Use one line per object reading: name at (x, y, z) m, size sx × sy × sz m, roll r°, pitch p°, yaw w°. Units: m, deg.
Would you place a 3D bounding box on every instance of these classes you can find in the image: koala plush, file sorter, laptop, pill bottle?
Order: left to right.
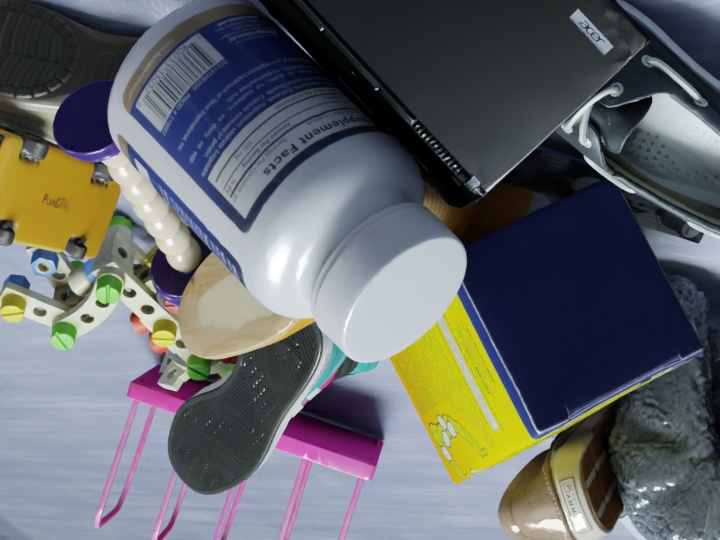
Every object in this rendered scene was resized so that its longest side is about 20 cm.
file sorter at (-0.097, 0.171, 1.611) m, size 0.198 × 0.126 × 0.139 m, roll 19°, pitch -177°, yaw 2°
pill bottle at (-0.037, -0.047, 1.067) m, size 0.200 × 0.111 × 0.111 m, roll 46°, pitch 169°, yaw 30°
laptop at (0.033, -0.132, 1.020) m, size 0.177 × 0.103 × 0.200 m, roll 47°, pitch 177°, yaw -1°
koala plush at (0.259, 0.119, 1.276) m, size 0.176 × 0.185 × 0.200 m, roll 4°, pitch 163°, yaw 31°

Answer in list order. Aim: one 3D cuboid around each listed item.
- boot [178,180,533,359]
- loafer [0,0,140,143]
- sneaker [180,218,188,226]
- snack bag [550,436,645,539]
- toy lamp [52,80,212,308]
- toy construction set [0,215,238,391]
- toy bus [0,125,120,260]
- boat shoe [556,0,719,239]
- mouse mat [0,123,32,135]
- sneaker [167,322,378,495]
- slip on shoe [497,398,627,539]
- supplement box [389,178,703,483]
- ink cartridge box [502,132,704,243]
boot at (0.000, -0.001, 1.218) m, size 0.201 × 0.071 × 0.143 m, roll -33°, pitch 158°, yaw 32°
loafer at (-0.171, -0.107, 1.221) m, size 0.198 × 0.076 × 0.068 m, roll 14°, pitch 149°, yaw 10°
sneaker at (-0.054, -0.013, 1.320) m, size 0.117 × 0.074 × 0.201 m, roll 20°, pitch 153°, yaw 14°
snack bag at (0.265, 0.175, 1.536) m, size 0.199 × 0.022 × 0.189 m, roll -1°, pitch 147°, yaw 37°
toy lamp at (-0.119, -0.034, 1.211) m, size 0.058 × 0.059 × 0.200 m, roll 9°, pitch 151°, yaw 22°
toy construction set at (-0.156, 0.036, 1.478) m, size 0.130 × 0.093 × 0.200 m, roll -25°, pitch 143°, yaw 24°
toy bus at (-0.211, -0.053, 1.267) m, size 0.078 × 0.066 × 0.200 m, roll 22°, pitch -178°, yaw 16°
boat shoe at (0.140, -0.081, 1.024) m, size 0.199 × 0.060 × 0.076 m, roll 26°, pitch 125°, yaw -2°
mouse mat at (-0.308, -0.117, 1.384) m, size 0.199 × 0.008 × 0.161 m, roll -5°, pitch 145°, yaw 41°
sneaker at (-0.053, 0.071, 1.432) m, size 0.084 × 0.120 × 0.200 m, roll 48°, pitch 128°, yaw 10°
slip on shoe at (0.141, 0.131, 1.281) m, size 0.060 × 0.200 × 0.077 m, roll -21°, pitch 94°, yaw 22°
supplement box at (0.096, 0.040, 1.162) m, size 0.110 × 0.108 × 0.200 m, roll 63°, pitch 165°, yaw 7°
ink cartridge box at (0.108, -0.079, 1.119) m, size 0.198 × 0.039 × 0.100 m, roll 18°, pitch 156°, yaw 5°
